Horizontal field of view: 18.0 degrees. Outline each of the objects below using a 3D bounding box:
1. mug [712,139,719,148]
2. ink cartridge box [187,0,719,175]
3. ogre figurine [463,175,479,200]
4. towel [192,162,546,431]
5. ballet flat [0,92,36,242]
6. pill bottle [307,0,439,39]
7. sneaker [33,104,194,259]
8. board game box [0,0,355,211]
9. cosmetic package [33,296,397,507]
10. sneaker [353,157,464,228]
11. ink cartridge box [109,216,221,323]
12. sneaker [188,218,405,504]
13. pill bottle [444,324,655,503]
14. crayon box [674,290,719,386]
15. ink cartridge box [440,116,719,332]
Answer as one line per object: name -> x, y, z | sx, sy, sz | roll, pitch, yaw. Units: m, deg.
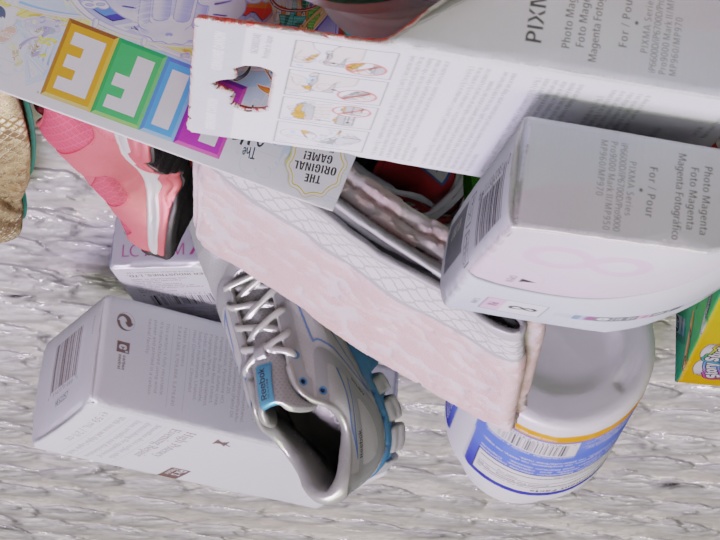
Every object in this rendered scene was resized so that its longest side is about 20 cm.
mug -> 0.210, -0.124, 0.920 | 0.177, 0.134, 0.200 | -35, 150, -5
ink cartridge box -> 0.038, -0.078, 0.870 | 0.199, 0.057, 0.163 | 13, 168, -3
ogre figurine -> 0.111, -0.060, 1.083 | 0.119, 0.098, 0.201 | -5, 117, -9
towel -> 0.000, 0.000, 1.124 | 0.200, 0.032, 0.191 | 33, 165, 10
ballet flat -> -0.208, -0.053, 1.184 | 0.065, 0.071, 0.200 | -34, 165, -19
pill bottle -> -0.003, -0.164, 0.834 | 0.112, 0.113, 0.200 | -2, 158, 13
sneaker -> -0.122, -0.073, 1.161 | 0.087, 0.074, 0.200 | 23, 160, 9
board game box -> -0.072, -0.118, 0.937 | 0.199, 0.135, 0.034 | 19, -171, -33
cosmetic package -> -0.087, 0.084, 1.381 | 0.199, 0.074, 0.102 | 16, 154, -24
sneaker -> 0.052, -0.042, 1.177 | 0.199, 0.072, 0.112 | 13, 159, -16
ink cartridge box -> -0.069, 0.020, 1.389 | 0.119, 0.042, 0.200 | -1, 154, 11
sneaker -> -0.041, 0.039, 1.251 | 0.075, 0.200, 0.087 | -24, -170, 26
pill bottle -> 0.111, 0.077, 1.401 | 0.112, 0.113, 0.200 | 5, 158, -2
crayon box -> 0.252, 0.010, 1.284 | 0.118, 0.058, 0.200 | 5, 158, -1
ink cartridge box -> 0.141, -0.005, 0.889 | 0.199, 0.057, 0.163 | 13, 167, -4
